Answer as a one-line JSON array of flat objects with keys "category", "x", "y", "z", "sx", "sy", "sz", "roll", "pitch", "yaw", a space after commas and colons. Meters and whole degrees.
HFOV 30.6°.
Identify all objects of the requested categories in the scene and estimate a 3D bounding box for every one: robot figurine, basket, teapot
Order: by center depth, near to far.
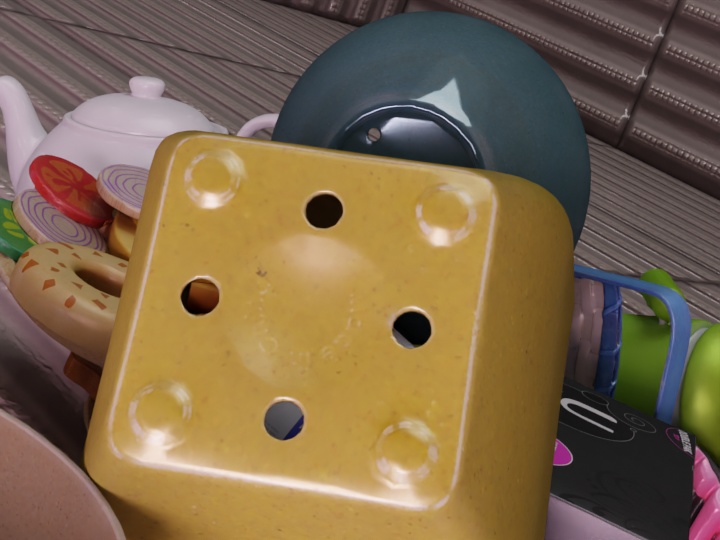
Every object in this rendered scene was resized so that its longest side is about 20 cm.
[{"category": "basket", "x": 0.130, "y": 0.074, "z": 0.886, "sx": 0.138, "sy": 0.179, "sz": 0.199, "roll": -4, "pitch": 19, "yaw": -34}, {"category": "teapot", "x": -0.156, "y": -0.067, "z": 0.965, "sx": 0.198, "sy": 0.148, "sz": 0.197, "roll": -2, "pitch": 18, "yaw": -34}, {"category": "robot figurine", "x": 0.223, "y": 0.093, "z": 0.993, "sx": 0.198, "sy": 0.178, "sz": 0.115, "roll": 4, "pitch": 17, "yaw": 39}]

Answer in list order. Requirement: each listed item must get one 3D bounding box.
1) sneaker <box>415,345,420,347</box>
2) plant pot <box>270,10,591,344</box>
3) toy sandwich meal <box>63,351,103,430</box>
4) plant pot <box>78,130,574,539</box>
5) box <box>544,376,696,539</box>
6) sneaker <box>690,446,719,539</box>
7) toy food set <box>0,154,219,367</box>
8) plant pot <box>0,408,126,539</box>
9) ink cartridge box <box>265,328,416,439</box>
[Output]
[{"category": "sneaker", "x": -0.002, "y": 0.026, "z": 0.952, "sx": 0.198, "sy": 0.107, "sz": 0.075, "roll": -3, "pitch": 8, "yaw": -40}, {"category": "plant pot", "x": 0.031, "y": -0.049, "z": 0.746, "sx": 0.198, "sy": 0.202, "sz": 0.135, "roll": 23, "pitch": 9, "yaw": 7}, {"category": "toy sandwich meal", "x": -0.070, "y": 0.085, "z": 0.768, "sx": 0.203, "sy": 0.071, "sz": 0.205, "roll": 20, "pitch": 15, "yaw": -6}, {"category": "plant pot", "x": -0.012, "y": 0.045, "z": 0.516, "sx": 0.191, "sy": 0.198, "sz": 0.200, "roll": 8, "pitch": -20, "yaw": 6}, {"category": "box", "x": 0.088, "y": 0.138, "z": 0.704, "sx": 0.147, "sy": 0.126, "sz": 0.200, "roll": 24, "pitch": 14, "yaw": 10}, {"category": "sneaker", "x": 0.253, "y": 0.181, "z": 0.888, "sx": 0.095, "sy": 0.079, "sz": 0.200, "roll": 14, "pitch": 27, "yaw": -50}, {"category": "toy food set", "x": -0.122, "y": -0.003, "z": 0.763, "sx": 0.198, "sy": 0.049, "sz": 0.198, "roll": 6, "pitch": 31, "yaw": -35}, {"category": "plant pot", "x": -0.180, "y": 0.121, "z": 0.376, "sx": 0.198, "sy": 0.136, "sz": 0.201, "roll": 19, "pitch": 16, "yaw": -6}, {"category": "ink cartridge box", "x": -0.051, "y": 0.091, "z": 0.665, "sx": 0.099, "sy": 0.039, "sz": 0.200, "roll": 42, "pitch": 55, "yaw": 0}]
